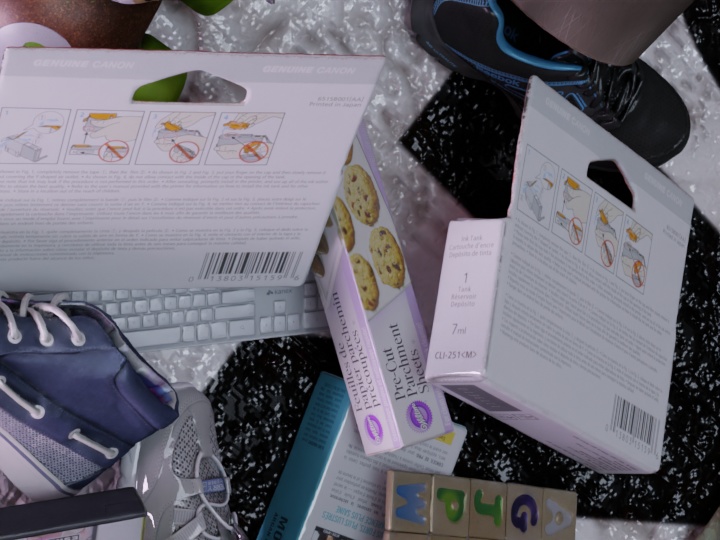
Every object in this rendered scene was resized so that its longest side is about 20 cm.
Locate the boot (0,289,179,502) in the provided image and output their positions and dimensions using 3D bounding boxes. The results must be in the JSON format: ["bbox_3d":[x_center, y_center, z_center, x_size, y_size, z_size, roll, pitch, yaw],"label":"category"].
[{"bbox_3d":[-0.181,0.031,1.070,0.090,0.073,0.200,-35,127,9],"label":"boot"}]

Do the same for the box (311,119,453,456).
[{"bbox_3d":[0.000,0.000,1.170,0.041,0.039,0.201,-13,85,-35],"label":"box"}]

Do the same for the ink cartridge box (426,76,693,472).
[{"bbox_3d":[0.119,0.008,1.216,0.200,0.043,0.175,30,64,-49],"label":"ink cartridge box"}]

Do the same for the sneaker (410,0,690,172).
[{"bbox_3d":[0.122,-0.112,1.225,0.199,0.082,0.074,25,82,-28],"label":"sneaker"}]

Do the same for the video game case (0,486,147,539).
[{"bbox_3d":[-0.213,0.204,1.091,0.199,0.026,0.182,-7,125,-25],"label":"video game case"}]

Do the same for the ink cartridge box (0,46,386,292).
[{"bbox_3d":[-0.104,-0.060,1.080,0.199,0.044,0.174,-1,137,-23],"label":"ink cartridge box"}]

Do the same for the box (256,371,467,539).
[{"bbox_3d":[-0.016,0.167,1.209,0.082,0.049,0.201,23,86,-27],"label":"box"}]

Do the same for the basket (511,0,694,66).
[{"bbox_3d":[0.162,-0.220,1.121,0.180,0.136,0.200,3,133,-50],"label":"basket"}]

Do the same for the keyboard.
[{"bbox_3d":[-0.090,0.014,1.176,0.199,0.011,0.057,-6,99,-25],"label":"keyboard"}]

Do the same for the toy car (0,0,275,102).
[{"bbox_3d":[-0.116,-0.158,1.036,0.164,0.200,0.158,34,81,-25],"label":"toy car"}]

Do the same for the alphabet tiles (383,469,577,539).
[{"bbox_3d":[0.068,0.221,1.212,0.167,0.008,0.201,12,77,-46],"label":"alphabet tiles"}]

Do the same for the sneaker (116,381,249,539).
[{"bbox_3d":[-0.076,0.159,1.143,0.075,0.082,0.201,-11,93,-61],"label":"sneaker"}]

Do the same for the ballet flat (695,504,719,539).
[{"bbox_3d":[0.243,0.183,1.331,0.067,0.062,0.201,27,85,-26],"label":"ballet flat"}]
